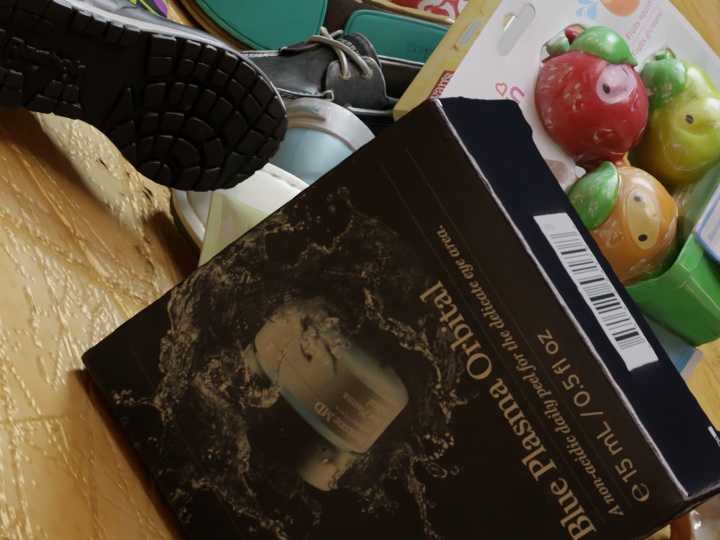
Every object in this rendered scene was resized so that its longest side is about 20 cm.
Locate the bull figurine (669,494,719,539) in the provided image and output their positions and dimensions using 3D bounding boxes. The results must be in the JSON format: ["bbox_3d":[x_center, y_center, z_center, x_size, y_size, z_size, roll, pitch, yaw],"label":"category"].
[{"bbox_3d":[0.233,0.194,1.591,0.201,0.065,0.122,-113,-168,-51],"label":"bull figurine"}]

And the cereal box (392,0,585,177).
[{"bbox_3d":[0.082,-0.053,1.492,0.144,0.039,0.201,-57,144,-39],"label":"cereal box"}]

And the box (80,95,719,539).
[{"bbox_3d":[0.023,0.062,1.121,0.197,0.199,0.117,57,18,9],"label":"box"}]

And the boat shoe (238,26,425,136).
[{"bbox_3d":[-0.018,-0.102,1.447,0.199,0.071,0.072,6,33,-49],"label":"boat shoe"}]

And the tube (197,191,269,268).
[{"bbox_3d":[0.013,0.026,1.259,0.199,0.052,0.058,17,34,-19],"label":"tube"}]

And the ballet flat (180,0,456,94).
[{"bbox_3d":[-0.023,-0.139,1.527,0.199,0.069,0.063,22,-6,-13],"label":"ballet flat"}]

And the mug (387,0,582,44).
[{"bbox_3d":[0.086,-0.125,1.658,0.134,0.176,0.201,89,-6,-45],"label":"mug"}]

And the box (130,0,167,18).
[{"bbox_3d":[-0.157,-0.196,1.376,0.143,0.036,0.201,46,19,-27],"label":"box"}]

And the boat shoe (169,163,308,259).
[{"bbox_3d":[-0.019,0.017,1.309,0.201,0.060,0.072,37,62,-11],"label":"boat shoe"}]

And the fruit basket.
[{"bbox_3d":[0.136,-0.062,1.325,0.200,0.093,0.186,48,57,-24],"label":"fruit basket"}]

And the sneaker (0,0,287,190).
[{"bbox_3d":[-0.119,-0.109,1.218,0.199,0.076,0.088,26,25,-39],"label":"sneaker"}]

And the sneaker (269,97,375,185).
[{"bbox_3d":[0.000,0.000,1.407,0.200,0.074,0.082,49,53,-37],"label":"sneaker"}]
